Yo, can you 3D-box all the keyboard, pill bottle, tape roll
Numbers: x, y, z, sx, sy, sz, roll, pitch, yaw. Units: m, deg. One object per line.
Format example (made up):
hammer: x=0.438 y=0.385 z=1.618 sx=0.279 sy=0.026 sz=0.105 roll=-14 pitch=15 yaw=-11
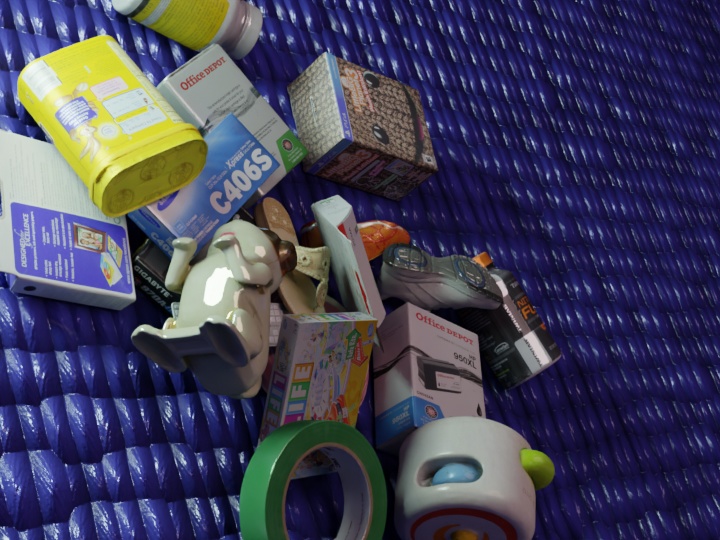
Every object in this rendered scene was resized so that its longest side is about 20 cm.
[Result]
keyboard: x=-0.145 y=0.067 z=1.531 sx=0.199 sy=0.011 sz=0.057 roll=2 pitch=64 yaw=-42
pill bottle: x=-0.240 y=-0.375 z=1.756 sx=0.199 sy=0.111 sz=0.112 roll=23 pitch=48 yaw=-34
tape roll: x=-0.052 y=0.277 z=1.461 sx=0.199 sy=0.048 sz=0.202 roll=6 pitch=81 yaw=-46
pill bottle: x=0.213 y=0.073 z=1.907 sx=0.106 sy=0.106 sz=0.201 roll=-26 pitch=83 yaw=-52

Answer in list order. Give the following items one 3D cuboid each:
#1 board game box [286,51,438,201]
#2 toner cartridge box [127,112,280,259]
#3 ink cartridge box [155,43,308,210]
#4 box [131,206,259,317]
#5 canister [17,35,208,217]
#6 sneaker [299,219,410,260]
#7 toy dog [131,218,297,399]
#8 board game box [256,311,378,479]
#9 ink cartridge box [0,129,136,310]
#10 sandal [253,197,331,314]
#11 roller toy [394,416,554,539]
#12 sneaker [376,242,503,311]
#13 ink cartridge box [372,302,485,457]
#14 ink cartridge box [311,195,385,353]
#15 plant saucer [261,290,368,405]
board game box: x=0.004 y=-0.217 z=1.908 sx=0.199 sy=0.097 sz=0.161 roll=14 pitch=53 yaw=-41
toner cartridge box: x=-0.192 y=-0.102 z=1.554 sx=0.095 sy=0.043 sz=0.200 roll=45 pitch=50 yaw=-8
ink cartridge box: x=-0.187 y=-0.189 z=1.695 sx=0.200 sy=0.083 sz=0.147 roll=50 pitch=39 yaw=-7
box: x=-0.196 y=-0.013 z=1.583 sx=0.159 sy=0.046 sz=0.201 roll=44 pitch=40 yaw=-14
canister: x=-0.296 y=-0.176 z=1.475 sx=0.148 sy=0.087 sz=0.200 roll=-28 pitch=64 yaw=-30
sneaker: x=-0.008 y=-0.032 z=1.796 sx=0.199 sy=0.073 sz=0.078 roll=-4 pitch=81 yaw=-40
toy dog: x=-0.142 y=0.031 z=1.451 sx=0.194 sy=0.139 sz=0.201 roll=46 pitch=45 yaw=-35
board game box: x=-0.055 y=0.152 z=1.517 sx=0.134 sy=0.034 sz=0.202 roll=0 pitch=106 yaw=-46
ink cartridge box: x=-0.362 y=-0.061 z=1.445 sx=0.199 sy=0.043 sz=0.200 roll=16 pitch=51 yaw=-41
sandal: x=-0.073 y=-0.019 z=1.609 sx=0.077 sy=0.070 sz=0.213 roll=13 pitch=46 yaw=-50
roller toy: x=0.133 y=0.291 z=1.599 sx=0.181 sy=0.200 sz=0.141 roll=22 pitch=47 yaw=-17
sneaker: x=0.114 y=0.022 z=1.827 sx=0.198 sy=0.087 sz=0.075 roll=16 pitch=36 yaw=-13
ink cartridge box: x=0.095 y=0.165 z=1.730 sx=0.144 sy=0.084 sz=0.201 roll=26 pitch=46 yaw=-33
ink cartridge box: x=0.000 y=0.000 z=1.632 sx=0.050 sy=0.200 sz=0.162 roll=-22 pitch=110 yaw=-11
plant saucer: x=-0.060 y=0.103 z=1.639 sx=0.200 sy=0.051 sz=0.202 roll=28 pitch=44 yaw=-31
